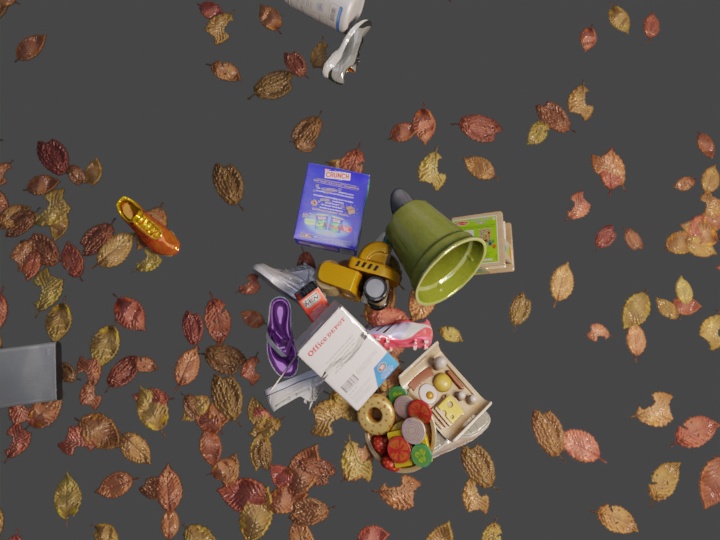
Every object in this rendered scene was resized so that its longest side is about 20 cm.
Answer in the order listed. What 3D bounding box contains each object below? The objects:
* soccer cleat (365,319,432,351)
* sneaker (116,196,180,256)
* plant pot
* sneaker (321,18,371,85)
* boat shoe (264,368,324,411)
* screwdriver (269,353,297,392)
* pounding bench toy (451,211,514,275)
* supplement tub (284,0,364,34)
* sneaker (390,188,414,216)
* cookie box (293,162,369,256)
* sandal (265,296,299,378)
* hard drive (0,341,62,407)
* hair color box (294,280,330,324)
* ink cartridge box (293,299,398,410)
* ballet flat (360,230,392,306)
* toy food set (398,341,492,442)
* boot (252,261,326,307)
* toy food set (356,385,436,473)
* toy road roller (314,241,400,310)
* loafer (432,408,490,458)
[{"bbox_3d":[0.086,0.160,1.341,0.195,0.067,0.078,0,49,3],"label":"soccer cleat"},{"bbox_3d":[-0.545,-0.107,1.345,0.199,0.077,0.073,38,79,2],"label":"sneaker"},{"bbox_3d":[0.156,-0.057,1.220,0.198,0.201,0.185,-33,60,-7],"label":"plant pot"},{"bbox_3d":[-0.026,-0.601,1.458,0.079,0.074,0.202,34,87,-6],"label":"sneaker"},{"bbox_3d":[-0.133,0.296,1.295,0.198,0.075,0.088,-22,81,-3],"label":"boat shoe"},{"bbox_3d":[-0.161,0.219,1.303,0.029,0.028,0.202,9,53,36],"label":"screwdriver"},{"bbox_3d":[0.278,-0.058,1.342,0.196,0.155,0.127,-6,80,25],"label":"pounding bench toy"},{"bbox_3d":[-0.097,-0.752,1.445,0.197,0.132,0.134,29,80,2],"label":"supplement tub"},{"bbox_3d":[0.134,-0.128,1.370,0.073,0.088,0.204,-20,82,-6],"label":"sneaker"},{"bbox_3d":[-0.071,-0.158,1.373,0.167,0.075,0.205,11,80,0],"label":"cookie box"},{"bbox_3d":[-0.202,0.167,1.325,0.080,0.050,0.207,-9,81,-4],"label":"sandal"},{"bbox_3d":[-0.837,0.258,1.292,0.195,0.033,0.143,-7,81,-3],"label":"hard drive"},{"bbox_3d":[-0.079,0.130,1.280,0.061,0.101,0.202,-33,104,-7],"label":"hair color box"},{"bbox_3d":[-0.034,0.190,1.203,0.145,0.084,0.200,-45,107,-4],"label":"ink cartridge box"},{"bbox_3d":[0.032,-0.010,1.360,0.070,0.072,0.204,14,80,0],"label":"ballet flat"},{"bbox_3d":[0.206,0.293,1.291,0.143,0.061,0.200,-37,74,-21],"label":"toy food set"},{"bbox_3d":[-0.172,0.017,1.349,0.198,0.074,0.097,34,74,-5],"label":"boot"},{"bbox_3d":[0.091,0.381,1.263,0.195,0.048,0.204,-20,79,25],"label":"toy food set"},{"bbox_3d":[0.000,0.000,1.274,0.196,0.123,0.149,15,76,10],"label":"toy road roller"},{"bbox_3d":[0.228,0.406,1.306,0.196,0.064,0.072,-23,49,-9],"label":"loafer"}]
